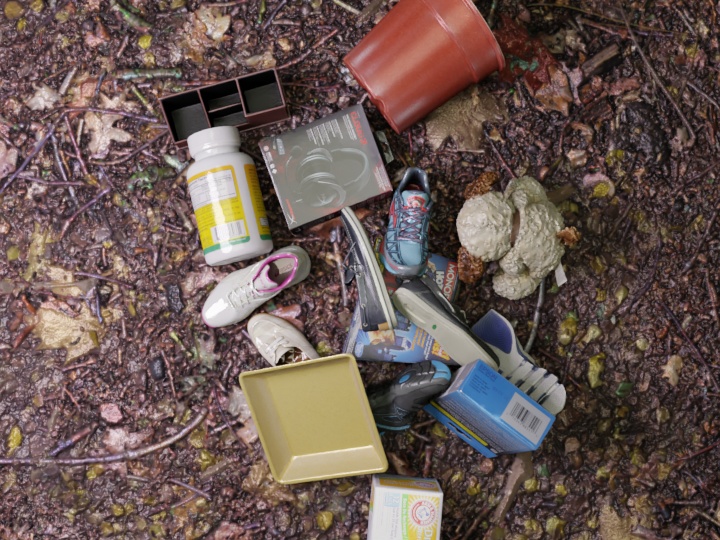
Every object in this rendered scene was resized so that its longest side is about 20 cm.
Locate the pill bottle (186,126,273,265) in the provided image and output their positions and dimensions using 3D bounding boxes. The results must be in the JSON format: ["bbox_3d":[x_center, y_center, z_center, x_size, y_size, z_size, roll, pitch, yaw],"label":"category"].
[{"bbox_3d":[-0.212,-0.118,1.260,0.111,0.113,0.204,-14,88,-2],"label":"pill bottle"}]

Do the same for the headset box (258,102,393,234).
[{"bbox_3d":[-0.046,-0.166,1.284,0.197,0.077,0.151,-20,88,0],"label":"headset box"}]

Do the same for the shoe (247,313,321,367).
[{"bbox_3d":[-0.102,0.142,1.281,0.199,0.053,0.070,41,87,1],"label":"shoe"}]

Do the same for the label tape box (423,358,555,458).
[{"bbox_3d":[0.190,0.216,1.224,0.143,0.200,0.064,37,71,1],"label":"label tape box"}]

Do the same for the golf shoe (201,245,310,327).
[{"bbox_3d":[-0.171,0.023,1.267,0.199,0.092,0.076,-34,90,-1],"label":"golf shoe"}]

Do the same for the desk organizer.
[{"bbox_3d":[-0.217,-0.261,1.283,0.197,0.077,0.073,-16,88,-2],"label":"desk organizer"}]

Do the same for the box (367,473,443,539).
[{"bbox_3d":[0.065,0.431,1.249,0.110,0.101,0.204,5,88,-1],"label":"box"}]

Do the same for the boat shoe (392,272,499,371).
[{"bbox_3d":[0.142,0.081,1.221,0.200,0.072,0.068,42,56,2],"label":"boat shoe"}]

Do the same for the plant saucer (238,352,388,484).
[{"bbox_3d":[-0.068,0.225,1.241,0.197,0.049,0.203,-12,106,19],"label":"plant saucer"}]

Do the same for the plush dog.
[{"bbox_3d":[0.227,-0.058,1.231,0.169,0.160,0.204,8,89,-18],"label":"plush dog"}]

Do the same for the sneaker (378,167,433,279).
[{"bbox_3d":[0.072,-0.079,1.229,0.078,0.096,0.202,6,50,-2],"label":"sneaker"}]

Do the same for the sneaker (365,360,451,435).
[{"bbox_3d":[0.072,0.204,1.247,0.199,0.073,0.083,-29,98,38],"label":"sneaker"}]

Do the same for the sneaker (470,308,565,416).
[{"bbox_3d":[0.251,0.169,1.278,0.080,0.115,0.200,-37,60,-4],"label":"sneaker"}]

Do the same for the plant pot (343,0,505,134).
[{"bbox_3d":[0.090,-0.332,1.245,0.194,0.201,0.202,-38,89,5],"label":"plant pot"}]

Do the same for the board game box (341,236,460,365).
[{"bbox_3d":[0.090,0.073,1.285,0.197,0.062,0.203,17,87,-2],"label":"board game box"}]

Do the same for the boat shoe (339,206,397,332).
[{"bbox_3d":[0.000,0.000,1.222,0.061,0.075,0.203,-19,84,5],"label":"boat shoe"}]
